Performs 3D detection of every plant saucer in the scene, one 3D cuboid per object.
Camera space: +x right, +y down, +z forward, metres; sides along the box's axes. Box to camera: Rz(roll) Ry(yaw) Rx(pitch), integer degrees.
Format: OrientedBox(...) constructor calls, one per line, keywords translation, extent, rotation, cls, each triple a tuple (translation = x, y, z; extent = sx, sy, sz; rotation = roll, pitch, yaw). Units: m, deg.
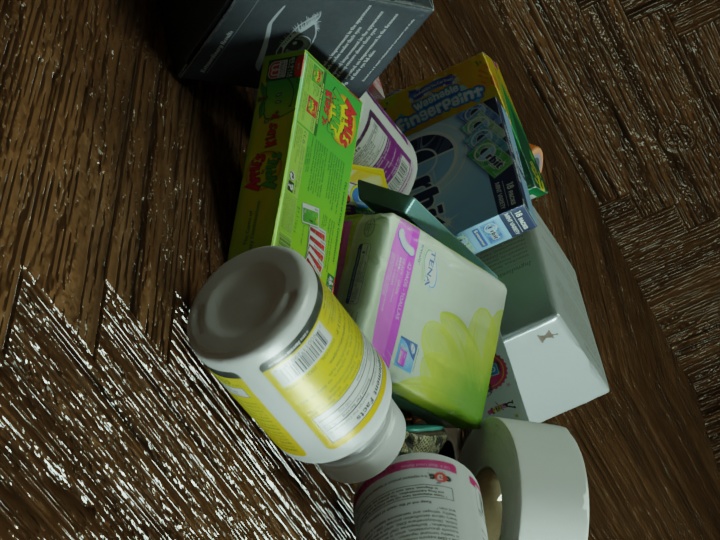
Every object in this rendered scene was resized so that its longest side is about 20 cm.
OrientedBox(translation=(0.065, -0.032, 1.642), extent=(0.200, 0.070, 0.019), rotation=(38, 75, -54), cls="plant saucer")

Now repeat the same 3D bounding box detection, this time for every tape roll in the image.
OrientedBox(translation=(0.144, 0.242, 1.589), extent=(0.202, 0.070, 0.204), rotation=(-171, -90, -74), cls="tape roll")

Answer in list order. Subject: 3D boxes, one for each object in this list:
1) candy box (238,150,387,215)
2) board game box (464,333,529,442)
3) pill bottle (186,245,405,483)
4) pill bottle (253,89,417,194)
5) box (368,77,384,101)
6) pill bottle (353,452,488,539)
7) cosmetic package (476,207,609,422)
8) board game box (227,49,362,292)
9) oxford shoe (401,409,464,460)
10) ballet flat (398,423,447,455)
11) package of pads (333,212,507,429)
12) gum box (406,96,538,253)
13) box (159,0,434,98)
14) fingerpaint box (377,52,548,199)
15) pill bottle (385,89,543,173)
OrientedBox(translation=(-0.034, -0.055, 1.589), extent=(0.199, 0.026, 0.103), rotation=(4, 67, -53), cls="candy box")
OrientedBox(translation=(0.137, 0.156, 1.820), extent=(0.200, 0.064, 0.148), rotation=(77, -2, -59), cls="board game box")
OrientedBox(translation=(-0.042, 0.082, 1.326), extent=(0.200, 0.111, 0.112), rotation=(54, 19, -41), cls="pill bottle")
OrientedBox(translation=(-0.028, -0.138, 1.703), extent=(0.200, 0.112, 0.113), rotation=(46, 25, -54), cls="pill bottle")
OrientedBox(translation=(-0.065, -0.240, 1.745), extent=(0.200, 0.102, 0.095), rotation=(42, 28, -56), cls="box")
OrientedBox(translation=(0.054, 0.259, 1.390), extent=(0.114, 0.113, 0.201), rotation=(55, 19, -36), cls="pill bottle")
OrientedBox(translation=(0.175, 0.059, 2.010), extent=(0.168, 0.165, 0.201), rotation=(52, 20, -42), cls="cosmetic package")
OrientedBox(translation=(-0.056, -0.080, 1.484), extent=(0.101, 0.047, 0.202), rotation=(37, 55, -51), cls="board game box")
OrientedBox(translation=(0.058, 0.135, 1.677), extent=(0.200, 0.071, 0.073), rotation=(54, 23, -41), cls="oxford shoe")
OrientedBox(translation=(0.022, 0.167, 1.539), extent=(0.200, 0.067, 0.076), rotation=(25, 65, -62), cls="ballet flat")
OrientedBox(translation=(0.049, 0.046, 1.589), extent=(0.199, 0.068, 0.156), rotation=(31, 64, -41), cls="package of pads")
OrientedBox(translation=(0.078, -0.079, 1.811), extent=(0.045, 0.199, 0.171), rotation=(51, 20, -43), cls="gum box")
OrientedBox(translation=(-0.060, -0.244, 1.520), extent=(0.199, 0.148, 0.105), rotation=(6, 56, -34), cls="box")
OrientedBox(translation=(0.088, -0.128, 1.917), extent=(0.168, 0.199, 0.073), rotation=(70, 15, 10), cls="fingerpaint box")
OrientedBox(translation=(0.116, -0.141, 2.007), extent=(0.106, 0.199, 0.107), rotation=(-45, 146, -44), cls="pill bottle")
